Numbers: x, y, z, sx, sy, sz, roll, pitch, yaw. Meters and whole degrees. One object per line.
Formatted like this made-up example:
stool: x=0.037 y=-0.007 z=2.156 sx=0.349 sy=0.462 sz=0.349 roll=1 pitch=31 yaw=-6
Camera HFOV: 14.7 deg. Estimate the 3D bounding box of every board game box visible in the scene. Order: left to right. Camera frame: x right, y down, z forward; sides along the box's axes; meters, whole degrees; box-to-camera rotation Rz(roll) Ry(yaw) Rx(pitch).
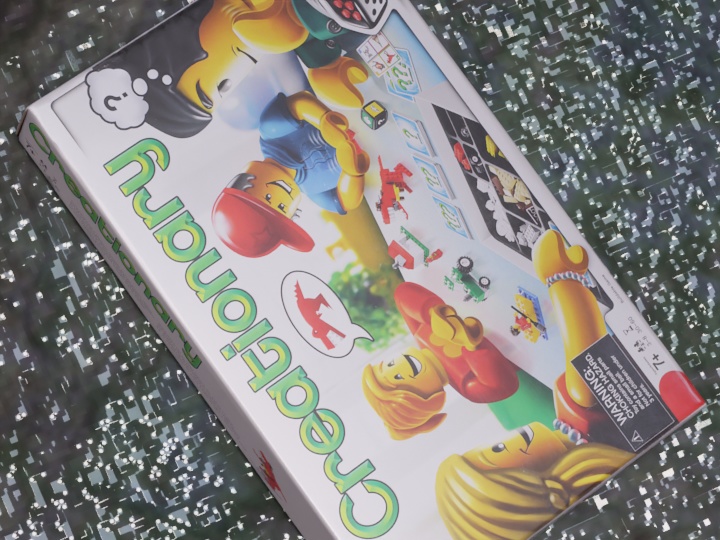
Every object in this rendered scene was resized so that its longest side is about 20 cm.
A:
board game box: x=0.000 y=0.000 z=0.881 sx=0.126 sy=0.035 sz=0.200 roll=-35 pitch=85 yaw=-19
